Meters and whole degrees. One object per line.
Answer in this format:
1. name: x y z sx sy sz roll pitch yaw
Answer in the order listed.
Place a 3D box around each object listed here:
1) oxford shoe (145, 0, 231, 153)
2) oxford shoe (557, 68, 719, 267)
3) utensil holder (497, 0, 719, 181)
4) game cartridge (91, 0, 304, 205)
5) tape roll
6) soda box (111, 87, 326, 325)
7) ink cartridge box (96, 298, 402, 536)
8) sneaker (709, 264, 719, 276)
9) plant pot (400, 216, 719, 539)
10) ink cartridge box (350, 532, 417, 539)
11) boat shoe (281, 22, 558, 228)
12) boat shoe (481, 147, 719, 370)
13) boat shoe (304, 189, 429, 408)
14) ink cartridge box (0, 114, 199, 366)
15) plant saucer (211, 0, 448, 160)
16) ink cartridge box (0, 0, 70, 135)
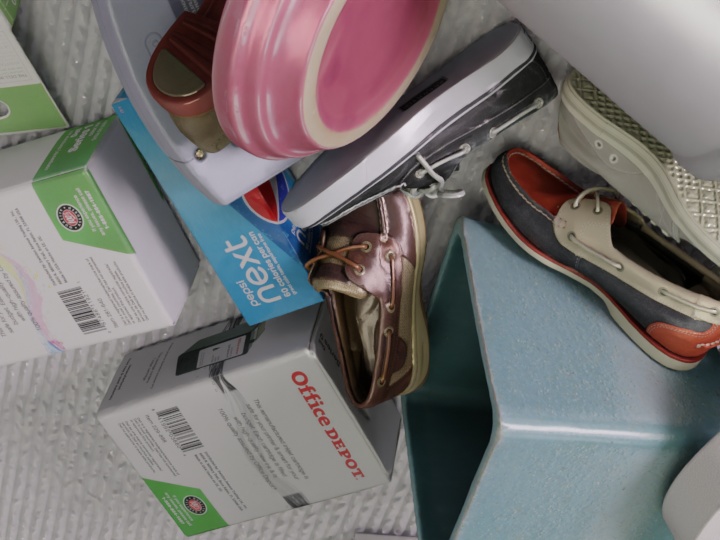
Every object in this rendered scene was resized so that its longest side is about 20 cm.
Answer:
1. oxford shoe: -0.054 -0.161 0.797 0.070 0.200 0.075 32 163 28
2. oxford shoe: 0.202 -0.056 0.823 0.200 0.075 0.058 46 147 25
3. utensil holder: 0.176 -0.178 0.727 0.200 0.170 0.170 37 123 -12
4. game cartridge: -0.094 -0.151 0.821 0.133 0.041 0.201 -31 117 -17
5. tape roll: 0.289 0.118 0.832 0.202 0.037 0.203 -23 149 -15
6. soda box: -0.093 -0.062 0.919 0.068 0.064 0.200 -18 120 22
7. ink cartridge box: -0.085 0.118 1.029 0.199 0.084 0.146 -18 119 21
8. sneaker: 0.309 -0.017 0.865 0.099 0.075 0.200 35 123 -15
9. plant pot: 0.152 0.104 0.910 0.199 0.196 0.197 5 133 -11
10. ink cartridge box: 0.087 0.317 1.133 0.199 0.084 0.145 2 124 9
11. boat shoe: 0.041 -0.080 0.851 0.199 0.074 0.068 -38 112 -2
12. boat shoe: 0.167 -0.020 0.858 0.200 0.071 0.063 45 139 18
13. boat shoe: 0.000 0.000 0.904 0.072 0.072 0.201 5 107 39
14. ink cartridge box: -0.247 -0.016 0.967 0.199 0.084 0.145 -13 122 19
15. plant saucer: -0.006 -0.150 0.758 0.051 0.200 0.201 32 128 20
16. ink cartridge box: -0.304 -0.174 0.895 0.145 0.048 0.200 -4 147 14
